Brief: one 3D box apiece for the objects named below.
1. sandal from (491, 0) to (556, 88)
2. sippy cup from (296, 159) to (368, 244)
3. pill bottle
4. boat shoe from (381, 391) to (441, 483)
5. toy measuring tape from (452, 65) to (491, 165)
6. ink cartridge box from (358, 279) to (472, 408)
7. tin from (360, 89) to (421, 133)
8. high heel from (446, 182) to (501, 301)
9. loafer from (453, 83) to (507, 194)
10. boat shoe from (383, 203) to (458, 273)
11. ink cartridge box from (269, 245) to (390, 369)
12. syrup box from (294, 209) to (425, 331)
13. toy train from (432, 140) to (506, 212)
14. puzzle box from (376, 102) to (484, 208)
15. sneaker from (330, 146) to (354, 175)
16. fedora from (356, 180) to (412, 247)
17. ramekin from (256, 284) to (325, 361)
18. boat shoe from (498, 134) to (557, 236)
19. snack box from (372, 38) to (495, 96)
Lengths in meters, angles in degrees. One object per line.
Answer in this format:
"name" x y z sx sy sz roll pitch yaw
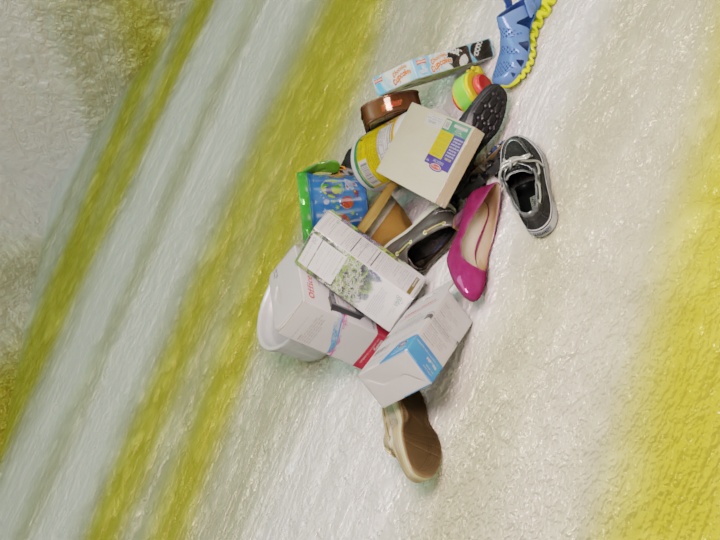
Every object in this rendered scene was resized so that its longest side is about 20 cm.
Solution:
"sandal" 0.257 -0.403 1.775 0.079 0.086 0.204 1 70 56
"sippy cup" -0.050 -0.122 1.981 0.140 0.127 0.182 154 110 -86
"pill bottle" 0.080 -0.218 1.886 0.199 0.112 0.115 -20 50 52
"boat shoe" 0.069 0.249 1.576 0.065 0.071 0.201 -56 25 25
"toy measuring tape" 0.187 -0.273 1.799 0.073 0.073 0.203 -30 43 44
"ink cartridge box" 0.093 0.106 1.601 0.115 0.067 0.200 -33 11 43
"tin" 0.058 -0.287 1.940 0.110 0.043 0.200 -20 -3 1
"high heel" 0.186 -0.046 1.627 0.096 0.067 0.202 -45 23 37
"loafer" 0.172 -0.217 1.730 0.203 0.068 0.070 -61 29 -7
"boat shoe" 0.087 -0.026 1.760 0.201 0.071 0.061 -47 29 23
"ink cartridge box" -0.046 0.066 1.772 0.086 0.198 0.149 -47 33 26
"syrup box" 0.000 0.000 1.723 0.079 0.198 0.082 -56 -2 33
"toy train" 0.185 -0.147 1.740 0.200 0.034 0.046 -41 25 34
"puzzle box" 0.109 -0.189 1.714 0.135 0.025 0.200 -61 34 5
"sneaker" -0.047 -0.158 2.083 0.078 0.076 0.203 1 66 60
"fedora" 0.036 -0.068 1.838 0.202 0.081 0.201 -55 2 3
"ramekin" -0.098 0.070 1.960 0.200 0.097 0.203 -38 38 38
"boat shoe" 0.241 -0.141 1.589 0.073 0.068 0.202 -25 46 25
"snack box" 0.129 -0.357 1.858 0.115 0.198 0.038 -14 97 53
